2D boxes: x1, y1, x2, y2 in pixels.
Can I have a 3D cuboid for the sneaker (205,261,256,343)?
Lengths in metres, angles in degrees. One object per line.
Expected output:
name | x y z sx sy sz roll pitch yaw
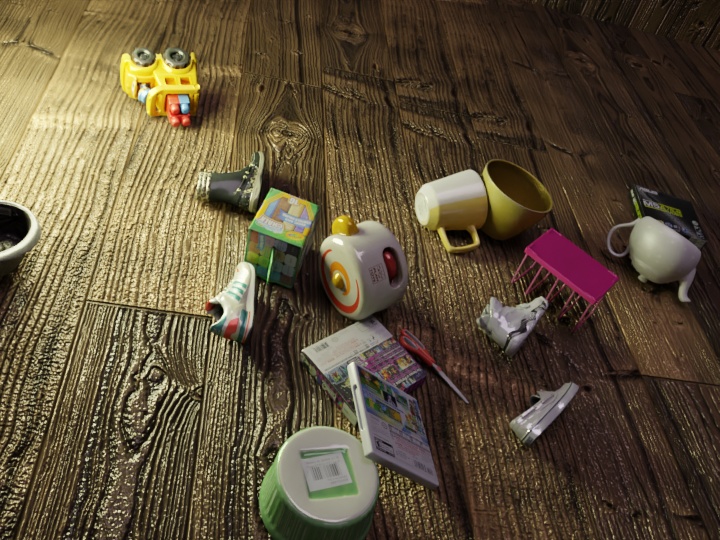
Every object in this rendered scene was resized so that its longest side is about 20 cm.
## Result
sneaker | -0.260 0.053 1.455 0.091 0.071 0.203 11 44 -18

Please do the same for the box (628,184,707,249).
box | 0.909 -0.159 2.159 0.195 0.048 0.196 16 44 -6

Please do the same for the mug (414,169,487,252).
mug | 0.227 -0.156 1.822 0.149 0.152 0.188 -10 42 -19

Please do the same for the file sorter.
file sorter | 0.479 0.027 1.731 0.199 0.127 0.138 40 44 21

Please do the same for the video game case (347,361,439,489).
video game case | 0.058 0.277 1.295 0.199 0.022 0.185 36 29 -40

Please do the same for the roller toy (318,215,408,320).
roller toy | 0.000 0.000 1.521 0.138 0.203 0.183 -23 57 -32

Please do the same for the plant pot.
plant pot | 0.373 -0.164 1.869 0.196 0.143 0.203 20 37 -15

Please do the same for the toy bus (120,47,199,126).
toy bus | -0.509 -0.459 1.878 0.195 0.136 0.196 -6 63 -23

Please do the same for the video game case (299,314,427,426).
video game case | 0.007 0.191 1.439 0.197 0.036 0.181 -24 57 -38

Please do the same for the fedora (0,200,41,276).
fedora | -0.702 -0.047 1.375 0.173 0.092 0.202 20 35 -2

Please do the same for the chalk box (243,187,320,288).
chalk box | -0.177 -0.057 1.566 0.121 0.126 0.202 20 40 1

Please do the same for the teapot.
teapot | 0.776 -0.037 1.911 0.195 0.148 0.200 29 12 -28

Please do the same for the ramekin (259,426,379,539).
ramekin | -0.062 0.356 1.188 0.194 0.099 0.203 11 42 -10

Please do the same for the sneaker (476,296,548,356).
sneaker | 0.343 0.098 1.640 0.114 0.076 0.199 36 47 14

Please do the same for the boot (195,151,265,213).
boot | -0.307 -0.224 1.733 0.149 0.075 0.207 8 43 -9

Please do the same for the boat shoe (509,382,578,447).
boat shoe | 0.372 0.273 1.467 0.065 0.074 0.198 42 45 19

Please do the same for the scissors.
scissors | 0.155 0.194 1.506 0.199 0.014 0.073 41 16 7
